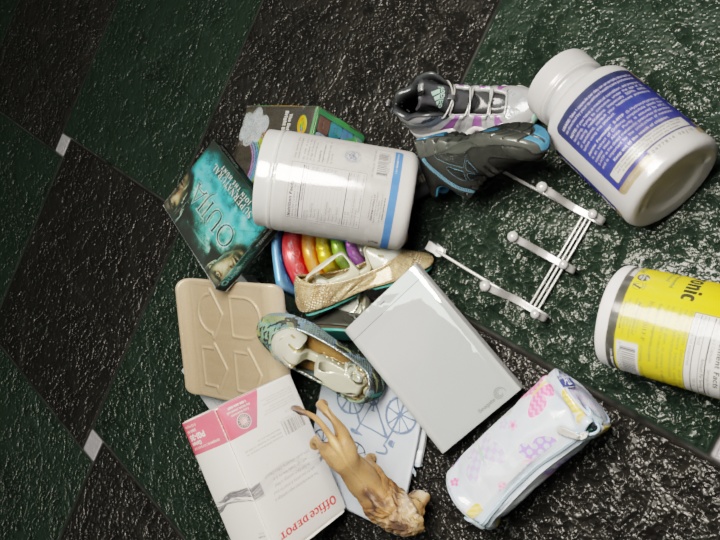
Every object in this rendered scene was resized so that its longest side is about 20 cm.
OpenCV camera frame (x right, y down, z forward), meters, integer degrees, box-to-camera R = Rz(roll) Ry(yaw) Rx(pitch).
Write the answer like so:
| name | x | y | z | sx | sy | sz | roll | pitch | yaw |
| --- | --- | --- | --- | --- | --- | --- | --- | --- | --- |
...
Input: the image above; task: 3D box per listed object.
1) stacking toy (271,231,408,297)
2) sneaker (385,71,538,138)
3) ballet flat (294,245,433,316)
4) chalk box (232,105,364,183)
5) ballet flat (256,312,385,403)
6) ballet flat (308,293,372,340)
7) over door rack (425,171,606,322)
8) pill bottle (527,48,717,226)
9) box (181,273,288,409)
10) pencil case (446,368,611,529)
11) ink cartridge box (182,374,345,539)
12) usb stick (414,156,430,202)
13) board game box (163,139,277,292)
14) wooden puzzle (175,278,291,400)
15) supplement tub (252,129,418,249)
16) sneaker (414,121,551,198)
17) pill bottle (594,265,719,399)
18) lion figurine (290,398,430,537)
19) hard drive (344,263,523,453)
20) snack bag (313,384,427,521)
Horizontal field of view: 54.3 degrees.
| name | x | y | z | sx | sy | sz | roll | pitch | yaw |
| --- | --- | --- | --- | --- | --- | --- | --- | --- | --- |
| stacking toy | -0.025 | -0.032 | 1.015 | 0.199 | 0.116 | 0.111 | -13 | 72 | 22 |
| sneaker | 0.124 | -0.216 | 0.910 | 0.199 | 0.139 | 0.078 | -5 | 76 | 36 |
| ballet flat | 0.000 | 0.000 | 0.953 | 0.199 | 0.071 | 0.066 | -21 | 106 | 0 |
| chalk box | -0.080 | -0.170 | 1.065 | 0.199 | 0.124 | 0.126 | 12 | 85 | 37 |
| ballet flat | -0.060 | 0.116 | 0.933 | 0.199 | 0.074 | 0.075 | 23 | 93 | 12 |
| ballet flat | 0.018 | 0.070 | 0.975 | 0.199 | 0.068 | 0.069 | 7 | 73 | 27 |
| over door rack | 0.180 | -0.048 | 0.876 | 0.200 | 0.066 | 0.148 | 36 | 100 | 37 |
| pill bottle | 0.284 | -0.158 | 0.791 | 0.120 | 0.119 | 0.200 | -46 | 57 | 18 |
| box | -0.191 | 0.132 | 1.126 | 0.156 | 0.041 | 0.201 | 42 | 104 | 35 |
| pencil case | 0.188 | 0.205 | 0.797 | 0.200 | 0.083 | 0.091 | -48 | 34 | 19 |
| ink cartridge box | -0.124 | 0.260 | 0.926 | 0.082 | 0.146 | 0.201 | -27 | 84 | 36 |
| usb stick | 0.065 | -0.121 | 0.990 | 0.199 | 0.033 | 0.056 | -25 | 84 | 34 |
| board game box | -0.208 | -0.083 | 1.036 | 0.135 | 0.028 | 0.200 | -48 | 56 | 12 |
| wooden puzzle | -0.184 | 0.105 | 1.050 | 0.199 | 0.046 | 0.187 | 2 | 101 | 32 |
| supplement tub | -0.031 | -0.105 | 0.916 | 0.198 | 0.132 | 0.133 | 10 | 83 | 1 |
| sneaker | 0.152 | -0.134 | 0.861 | 0.199 | 0.073 | 0.083 | 7 | 112 | 54 |
| pill bottle | 0.347 | 0.068 | 0.695 | 0.199 | 0.111 | 0.112 | 16 | 89 | 37 |
| lion figurine | -0.004 | 0.246 | 0.863 | 0.073 | 0.200 | 0.122 | -48 | 23 | -3 |
| hard drive | 0.088 | 0.110 | 0.885 | 0.132 | 0.027 | 0.200 | -43 | 78 | 17 |
| snack bag | 0.007 | 0.239 | 0.965 | 0.188 | 0.021 | 0.202 | 10 | 88 | 39 |
